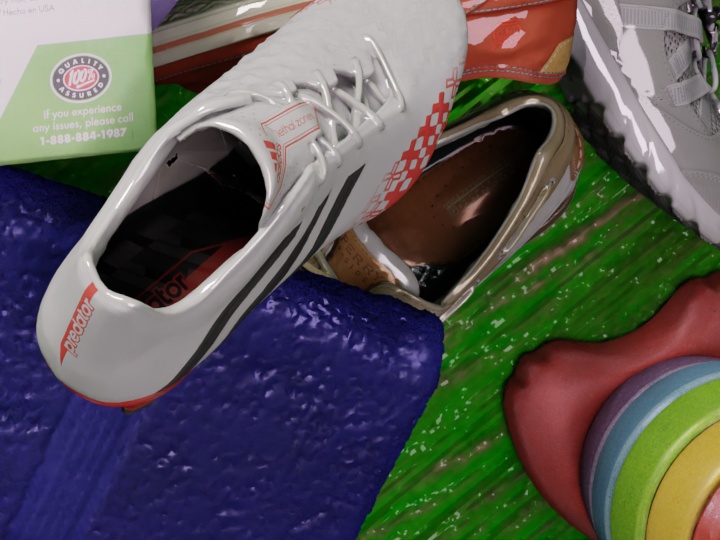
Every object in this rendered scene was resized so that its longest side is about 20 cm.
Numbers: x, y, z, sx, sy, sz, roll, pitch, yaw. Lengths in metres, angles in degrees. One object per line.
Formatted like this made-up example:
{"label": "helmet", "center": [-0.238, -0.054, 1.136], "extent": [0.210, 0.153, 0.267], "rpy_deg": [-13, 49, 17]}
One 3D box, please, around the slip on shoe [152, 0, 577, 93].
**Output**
{"label": "slip on shoe", "center": [-0.017, -0.080, 0.960], "extent": [0.198, 0.074, 0.062], "rpy_deg": [-9, 109, 5]}

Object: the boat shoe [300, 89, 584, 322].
{"label": "boat shoe", "center": [0.000, 0.000, 1.002], "extent": [0.200, 0.068, 0.075], "rpy_deg": [-43, 79, -9]}

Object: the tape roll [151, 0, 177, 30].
{"label": "tape roll", "center": [-0.147, -0.158, 0.906], "extent": [0.199, 0.085, 0.202], "rpy_deg": [-5, 108, -17]}

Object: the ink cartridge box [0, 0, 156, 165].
{"label": "ink cartridge box", "center": [-0.130, -0.136, 0.835], "extent": [0.116, 0.067, 0.201], "rpy_deg": [-7, 110, -17]}

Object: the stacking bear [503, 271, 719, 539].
{"label": "stacking bear", "center": [0.153, 0.095, 1.026], "extent": [0.121, 0.200, 0.114], "rpy_deg": [-23, 113, -11]}

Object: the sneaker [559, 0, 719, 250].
{"label": "sneaker", "center": [0.115, -0.088, 1.023], "extent": [0.082, 0.075, 0.200], "rpy_deg": [-38, 114, -2]}

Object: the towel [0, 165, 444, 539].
{"label": "towel", "center": [-0.084, 0.046, 0.930], "extent": [0.199, 0.050, 0.148], "rpy_deg": [19, 112, -24]}

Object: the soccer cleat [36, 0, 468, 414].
{"label": "soccer cleat", "center": [-0.028, -0.036, 0.853], "extent": [0.069, 0.085, 0.200], "rpy_deg": [41, 64, 8]}
